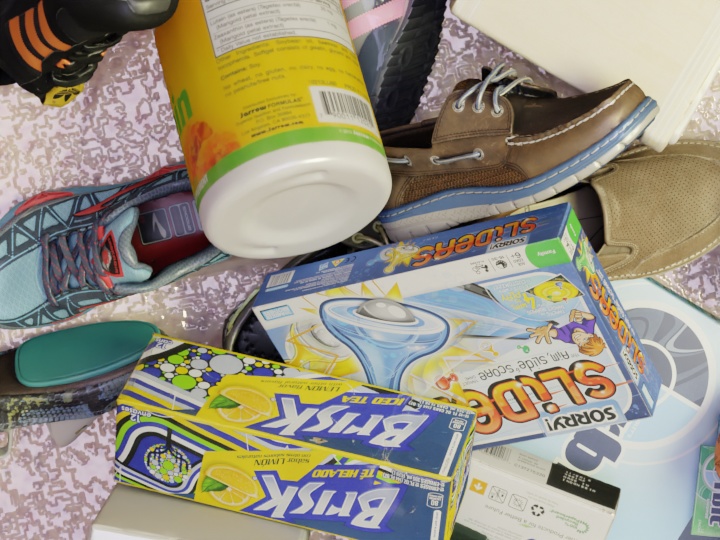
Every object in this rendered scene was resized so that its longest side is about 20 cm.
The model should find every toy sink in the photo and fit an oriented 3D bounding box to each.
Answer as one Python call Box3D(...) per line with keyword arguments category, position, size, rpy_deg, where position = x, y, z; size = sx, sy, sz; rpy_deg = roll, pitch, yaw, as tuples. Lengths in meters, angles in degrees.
Box3D(category="toy sink", position=(0.159, -0.142, 1.526), size=(0.199, 0.130, 0.112), rpy_deg=(30, 97, -3))

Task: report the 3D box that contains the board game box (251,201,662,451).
Box3D(category="board game box", position=(0.055, 0.042, 1.507), size=(0.199, 0.035, 0.136), rpy_deg=(-14, 123, 29))

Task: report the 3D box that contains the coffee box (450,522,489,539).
Box3D(category="coffee box", position=(0.014, 0.257, 1.552), size=(0.044, 0.123, 0.200), rpy_deg=(25, 121, -2))

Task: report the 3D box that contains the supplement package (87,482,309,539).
Box3D(category="supplement package", position=(-0.097, 0.193, 1.539), size=(0.121, 0.200, 0.120), rpy_deg=(10, 97, 1))

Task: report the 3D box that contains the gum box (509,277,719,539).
Box3D(category="gum box", position=(0.152, 0.089, 1.597), size=(0.200, 0.045, 0.170), rpy_deg=(31, 97, -3))

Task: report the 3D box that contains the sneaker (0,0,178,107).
Box3D(category="sneaker", position=(-0.163, -0.137, 1.520), size=(0.070, 0.200, 0.090), rpy_deg=(-12, 106, -34))

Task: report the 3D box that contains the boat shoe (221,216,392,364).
Box3D(category="boat shoe", position=(0.002, 0.003, 1.582), size=(0.201, 0.060, 0.072), rpy_deg=(-35, 93, 5))

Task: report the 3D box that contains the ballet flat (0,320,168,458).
Box3D(category="ballet flat", position=(-0.208, 0.080, 1.605), size=(0.199, 0.074, 0.075), rpy_deg=(-10, 97, 5))

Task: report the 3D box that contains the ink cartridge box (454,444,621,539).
Box3D(category="ink cartridge box", position=(0.081, 0.199, 1.595), size=(0.094, 0.037, 0.201), rpy_deg=(21, 120, 3))

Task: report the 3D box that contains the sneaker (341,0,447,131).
Box3D(category="sneaker", position=(0.006, -0.169, 1.569), size=(0.082, 0.070, 0.201), rpy_deg=(16, 100, 23))

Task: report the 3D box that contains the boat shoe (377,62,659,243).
Box3D(category="boat shoe", position=(0.074, -0.073, 1.473), size=(0.200, 0.072, 0.073), rpy_deg=(-22, 103, 38))

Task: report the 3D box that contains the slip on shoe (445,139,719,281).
Box3D(category="slip on shoe", position=(0.141, -0.031, 1.537), size=(0.199, 0.061, 0.076), rpy_deg=(-12, 81, -11))

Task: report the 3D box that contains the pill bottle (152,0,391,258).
Box3D(category="pill bottle", position=(-0.058, -0.118, 1.513), size=(0.111, 0.111, 0.201), rpy_deg=(-17, 64, 4))

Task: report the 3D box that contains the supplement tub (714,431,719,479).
Box3D(category="supplement tub", position=(0.306, 0.143, 1.535), size=(0.200, 0.123, 0.123), rpy_deg=(41, 97, -23))

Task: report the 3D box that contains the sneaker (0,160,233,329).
Box3D(category="sneaker", position=(-0.150, -0.019, 1.567), size=(0.199, 0.096, 0.080), rpy_deg=(-22, 95, 4))

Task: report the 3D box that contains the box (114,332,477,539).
Box3D(category="box", position=(-0.037, 0.101, 1.514), size=(0.199, 0.070, 0.065), rpy_deg=(12, 127, 10))
